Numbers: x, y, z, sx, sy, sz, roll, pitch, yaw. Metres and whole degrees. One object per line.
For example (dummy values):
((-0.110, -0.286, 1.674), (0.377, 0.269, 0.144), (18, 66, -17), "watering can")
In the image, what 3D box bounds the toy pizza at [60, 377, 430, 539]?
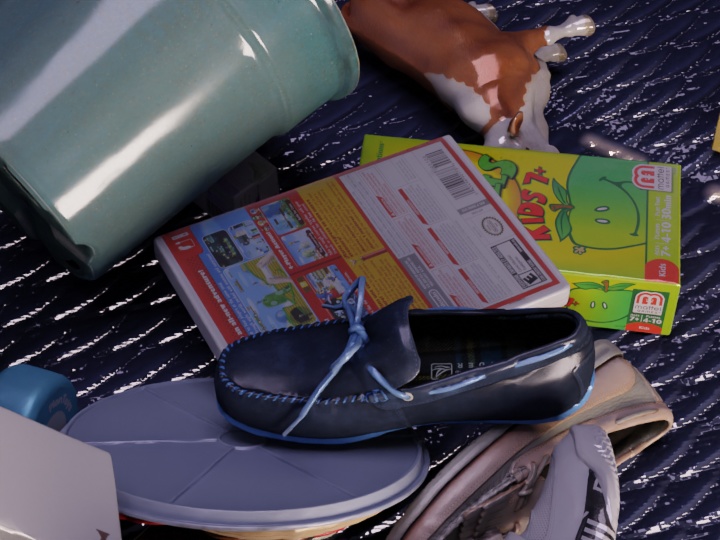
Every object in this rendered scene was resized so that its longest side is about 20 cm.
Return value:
((-0.063, 0.103, 0.924), (0.198, 0.032, 0.200), (3, 16, -1), "toy pizza")

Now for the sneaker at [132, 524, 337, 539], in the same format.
((-0.084, 0.172, 0.896), (0.072, 0.085, 0.199), (15, 26, 39), "sneaker")

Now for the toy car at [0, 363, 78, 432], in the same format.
((-0.254, 0.005, 0.911), (0.183, 0.202, 0.177), (13, 14, 19), "toy car")

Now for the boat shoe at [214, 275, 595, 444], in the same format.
((0.022, 0.038, 0.909), (0.198, 0.069, 0.085), (-7, 51, -6), "boat shoe")

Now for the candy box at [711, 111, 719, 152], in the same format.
((0.324, -0.142, 1.176), (0.116, 0.057, 0.200), (22, 51, 17), "candy box")

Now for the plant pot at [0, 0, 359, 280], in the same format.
((-0.138, -0.113, 1.017), (0.200, 0.201, 0.196), (37, 74, 28), "plant pot")

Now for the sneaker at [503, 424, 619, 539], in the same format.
((0.062, 0.165, 0.860), (0.114, 0.075, 0.201), (10, 72, 8), "sneaker")

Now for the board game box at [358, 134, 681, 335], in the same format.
((0.094, -0.023, 1.072), (0.198, 0.048, 0.102), (6, 49, 4), "board game box")

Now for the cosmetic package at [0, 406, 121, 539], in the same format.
((-0.213, 0.147, 0.811), (0.200, 0.101, 0.072), (-37, 45, 24), "cosmetic package")

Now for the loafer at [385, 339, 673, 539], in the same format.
((0.094, 0.111, 0.943), (0.063, 0.072, 0.200), (39, 55, 20), "loafer")

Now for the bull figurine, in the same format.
((0.078, -0.145, 1.169), (0.121, 0.065, 0.200), (-32, 58, -30), "bull figurine")

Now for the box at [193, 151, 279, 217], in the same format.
((-0.131, -0.095, 1.137), (0.039, 0.042, 0.200), (-36, 57, -27), "box")

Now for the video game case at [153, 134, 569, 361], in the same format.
((0.000, 0.000, 1.003), (0.199, 0.018, 0.143), (-20, 51, -20), "video game case")
